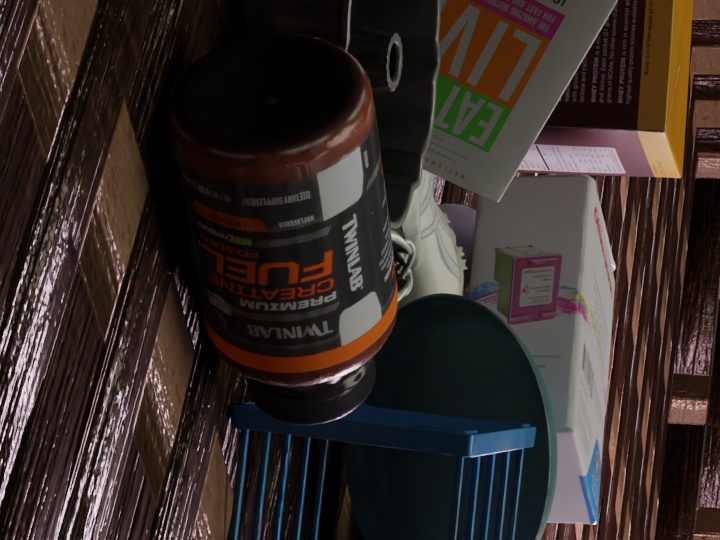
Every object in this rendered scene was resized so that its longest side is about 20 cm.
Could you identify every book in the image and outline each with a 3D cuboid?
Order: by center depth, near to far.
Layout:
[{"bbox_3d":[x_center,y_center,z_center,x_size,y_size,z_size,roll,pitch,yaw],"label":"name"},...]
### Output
[{"bbox_3d":[0.071,-0.150,1.648,0.201,0.133,0.048,-62,-177,34],"label":"book"}]

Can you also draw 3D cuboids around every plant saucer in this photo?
[{"bbox_3d":[0.062,0.115,1.755,0.027,0.200,0.202,1,92,-38],"label":"plant saucer"}]

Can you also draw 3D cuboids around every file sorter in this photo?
[{"bbox_3d":[0.012,0.143,1.597,0.200,0.138,0.124,10,86,-76],"label":"file sorter"}]

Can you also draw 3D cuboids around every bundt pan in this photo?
[{"bbox_3d":[-0.015,-0.120,1.545,0.202,0.075,0.203,5,90,-75],"label":"bundt pan"}]

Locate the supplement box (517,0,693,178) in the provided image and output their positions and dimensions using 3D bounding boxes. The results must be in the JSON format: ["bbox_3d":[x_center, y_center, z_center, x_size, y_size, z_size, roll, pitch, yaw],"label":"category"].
[{"bbox_3d":[0.132,-0.180,1.965,0.133,0.199,0.199,48,46,-73],"label":"supplement box"}]

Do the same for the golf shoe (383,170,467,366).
[{"bbox_3d":[0.018,-0.037,1.814,0.097,0.078,0.201,9,77,-61],"label":"golf shoe"}]

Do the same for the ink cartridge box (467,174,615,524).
[{"bbox_3d":[0.123,0.053,1.891,0.145,0.084,0.201,70,24,-56],"label":"ink cartridge box"}]

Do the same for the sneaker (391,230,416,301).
[{"bbox_3d":[0.000,0.000,1.679,0.200,0.070,0.074,-45,137,-73],"label":"sneaker"}]

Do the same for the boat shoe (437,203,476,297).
[{"bbox_3d":[0.045,0.039,1.929,0.070,0.070,0.201,96,7,-47],"label":"boat shoe"}]

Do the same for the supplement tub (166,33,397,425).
[{"bbox_3d":[-0.036,-0.015,1.418,0.107,0.106,0.201,-75,162,-47],"label":"supplement tub"}]
